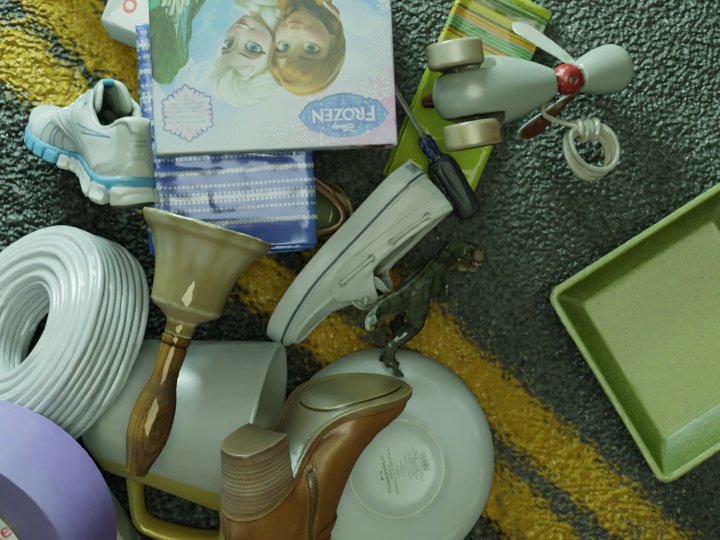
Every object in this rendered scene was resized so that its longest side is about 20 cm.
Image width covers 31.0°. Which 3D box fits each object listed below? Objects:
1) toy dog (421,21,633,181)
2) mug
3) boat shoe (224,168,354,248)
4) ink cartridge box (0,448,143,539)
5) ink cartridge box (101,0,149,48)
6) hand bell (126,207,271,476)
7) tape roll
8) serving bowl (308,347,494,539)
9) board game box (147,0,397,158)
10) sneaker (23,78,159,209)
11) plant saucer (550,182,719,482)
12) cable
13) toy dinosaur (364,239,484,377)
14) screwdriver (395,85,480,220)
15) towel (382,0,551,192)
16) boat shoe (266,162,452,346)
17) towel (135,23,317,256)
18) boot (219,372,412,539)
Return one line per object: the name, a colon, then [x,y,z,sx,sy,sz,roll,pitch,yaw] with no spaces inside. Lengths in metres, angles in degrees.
toy dog: [0.133,-0.157,1.138,0.199,0.096,0.133,11,89,-25]
mug: [-0.155,0.142,1.102,0.152,0.149,0.188,9,83,6]
boat shoe: [-0.099,-0.075,1.135,0.198,0.074,0.076,15,89,-2]
ink cartridge box: [-0.252,0.278,1.121,0.145,0.088,0.201,-34,93,-2]
ink cartridge box: [-0.105,-0.238,1.130,0.199,0.086,0.147,21,90,-4]
hand bell: [-0.146,0.062,1.012,0.103,0.104,0.202,16,87,-2]
tape roll: [-0.295,0.206,0.999,0.198,0.085,0.202,5,112,12]
serving bowl: [0.027,0.169,1.134,0.198,0.066,0.202,0,89,-9]
board game box: [-0.072,-0.196,1.055,0.198,0.041,0.201,-3,91,-4]
sneaker: [-0.219,-0.121,1.080,0.075,0.200,0.087,-5,113,-37]
plant saucer: [0.296,0.053,1.164,0.199,0.048,0.201,-32,91,-3]
cable: [-0.268,0.055,1.080,0.069,0.199,0.201,37,79,-44]
toy dinosaur: [0.041,0.035,1.117,0.047,0.200,0.089,28,124,17]
screwdriver: [0.047,-0.132,1.148,0.028,0.029,0.201,-33,94,-5]
towel: [0.096,-0.161,1.172,0.086,0.018,0.201,23,89,-1]
boat shoe: [0.000,0.000,1.126,0.066,0.072,0.200,44,97,11]
towel: [-0.112,-0.111,1.082,0.143,0.024,0.202,-4,93,-2]
boot: [-0.030,0.180,1.051,0.076,0.200,0.156,13,118,37]
